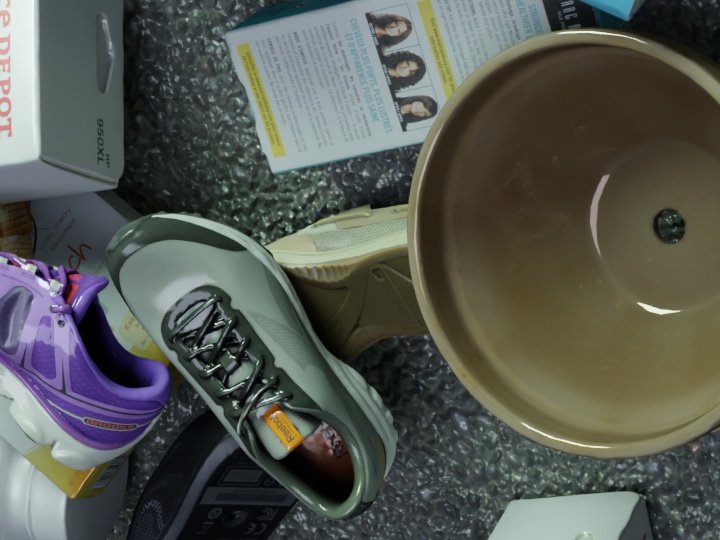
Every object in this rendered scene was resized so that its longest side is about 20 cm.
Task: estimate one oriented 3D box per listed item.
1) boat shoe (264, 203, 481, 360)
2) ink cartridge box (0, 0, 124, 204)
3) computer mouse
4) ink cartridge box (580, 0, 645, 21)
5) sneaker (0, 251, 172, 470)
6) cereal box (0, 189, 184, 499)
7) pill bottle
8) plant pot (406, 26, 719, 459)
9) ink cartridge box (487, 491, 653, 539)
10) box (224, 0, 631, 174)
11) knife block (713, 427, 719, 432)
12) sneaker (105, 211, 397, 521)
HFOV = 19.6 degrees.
[{"bbox_3d":[0.000,0.000,1.123,0.200,0.065,0.072,-12,119,46],"label":"boat shoe"},{"bbox_3d":[-0.234,-0.110,1.126,0.200,0.084,0.145,-6,81,24],"label":"ink cartridge box"},{"bbox_3d":[-0.097,0.138,1.207,0.200,0.138,0.053,-53,49,23],"label":"computer mouse"},{"bbox_3d":[0.073,-0.234,0.938,0.200,0.147,0.146,25,120,10],"label":"ink cartridge box"},{"bbox_3d":[-0.178,0.012,1.076,0.200,0.081,0.083,41,117,-18],"label":"sneaker"},{"bbox_3d":[-0.185,0.011,1.168,0.200,0.040,0.144,38,100,16],"label":"cereal box"},{"bbox_3d":[-0.246,0.111,1.244,0.200,0.112,0.112,11,116,18],"label":"pill bottle"},{"bbox_3d":[0.129,-0.017,0.988,0.201,0.093,0.201,7,102,33],"label":"plant pot"},{"bbox_3d":[0.119,0.241,1.133,0.084,0.144,0.200,-5,111,24],"label":"ink cartridge box"},{"bbox_3d":[0.036,-0.112,1.064,0.200,0.049,0.082,-10,109,26],"label":"box"},{"bbox_3d":[0.227,-0.021,1.019,0.200,0.064,0.176,-12,107,27],"label":"knife block"},{"bbox_3d":[-0.054,0.049,1.082,0.074,0.079,0.200,-39,104,16],"label":"sneaker"}]
